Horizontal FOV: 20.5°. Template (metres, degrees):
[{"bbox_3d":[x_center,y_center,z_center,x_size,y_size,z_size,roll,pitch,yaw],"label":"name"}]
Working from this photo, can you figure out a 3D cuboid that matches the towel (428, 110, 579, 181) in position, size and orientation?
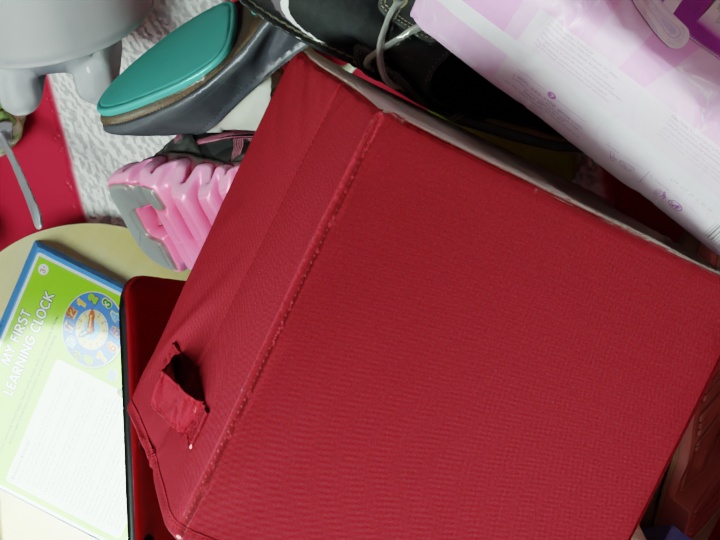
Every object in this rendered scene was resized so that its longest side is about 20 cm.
[{"bbox_3d":[0.077,-0.137,0.893,0.086,0.018,0.201,28,134,25],"label":"towel"}]

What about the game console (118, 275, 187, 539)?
[{"bbox_3d":[-0.105,0.110,0.997,0.172,0.118,0.202,-10,81,54],"label":"game console"}]

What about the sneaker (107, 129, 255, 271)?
[{"bbox_3d":[-0.034,-0.045,0.984,0.199,0.095,0.079,12,135,41],"label":"sneaker"}]

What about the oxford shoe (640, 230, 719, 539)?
[{"bbox_3d":[0.140,0.055,0.941,0.073,0.071,0.201,25,132,26],"label":"oxford shoe"}]

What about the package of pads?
[{"bbox_3d":[0.129,-0.091,0.788,0.199,0.121,0.076,37,146,1],"label":"package of pads"}]

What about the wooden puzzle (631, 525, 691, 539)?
[{"bbox_3d":[0.156,0.185,0.999,0.200,0.046,0.185,44,155,-12],"label":"wooden puzzle"}]

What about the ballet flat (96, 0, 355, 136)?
[{"bbox_3d":[-0.041,-0.107,0.953,0.199,0.073,0.073,-34,97,29],"label":"ballet flat"}]

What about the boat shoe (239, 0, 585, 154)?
[{"bbox_3d":[0.030,-0.106,0.862,0.199,0.068,0.072,23,121,7],"label":"boat shoe"}]

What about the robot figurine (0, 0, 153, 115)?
[{"bbox_3d":[-0.167,-0.179,0.984,0.168,0.113,0.201,-9,121,-3],"label":"robot figurine"}]

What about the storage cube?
[{"bbox_3d":[0.026,0.035,0.830,0.199,0.171,0.181,24,97,-17],"label":"storage cube"}]

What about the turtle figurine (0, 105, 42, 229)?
[{"bbox_3d":[-0.271,-0.079,1.123,0.143,0.200,0.195,-27,99,11],"label":"turtle figurine"}]

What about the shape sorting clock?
[{"bbox_3d":[-0.155,0.073,1.151,0.198,0.039,0.202,1,94,10],"label":"shape sorting clock"}]
